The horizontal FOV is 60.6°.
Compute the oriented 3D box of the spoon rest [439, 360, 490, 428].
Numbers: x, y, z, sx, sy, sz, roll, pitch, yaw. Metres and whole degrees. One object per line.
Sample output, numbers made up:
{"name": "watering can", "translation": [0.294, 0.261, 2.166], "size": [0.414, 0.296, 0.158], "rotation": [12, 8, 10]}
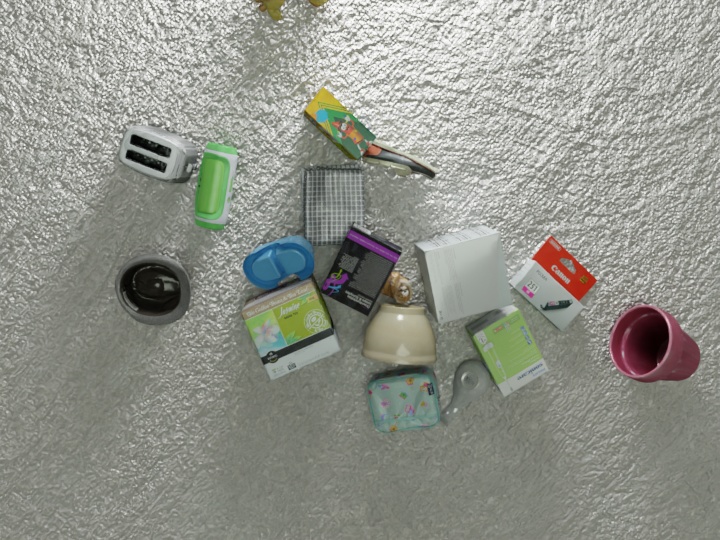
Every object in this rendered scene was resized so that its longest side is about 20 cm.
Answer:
{"name": "spoon rest", "translation": [0.280, 0.342, 1.704], "size": [0.099, 0.061, 0.202], "rotation": [36, 93, 21]}

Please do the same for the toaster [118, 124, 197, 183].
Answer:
{"name": "toaster", "translation": [-0.493, -0.282, 1.475], "size": [0.196, 0.129, 0.116], "rotation": [22, 98, -9]}

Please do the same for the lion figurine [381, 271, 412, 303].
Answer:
{"name": "lion figurine", "translation": [0.035, 0.038, 1.626], "size": [0.195, 0.073, 0.125], "rotation": [-9, 113, 11]}

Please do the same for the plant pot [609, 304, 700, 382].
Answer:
{"name": "plant pot", "translation": [0.812, 0.215, 1.675], "size": [0.176, 0.200, 0.203], "rotation": [20, 99, -25]}

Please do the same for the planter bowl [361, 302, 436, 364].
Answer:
{"name": "planter bowl", "translation": [0.103, 0.157, 1.591], "size": [0.195, 0.200, 0.138], "rotation": [4, 91, -6]}

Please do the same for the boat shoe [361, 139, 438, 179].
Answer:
{"name": "boat shoe", "translation": [0.100, -0.271, 1.564], "size": [0.196, 0.071, 0.064], "rotation": [22, 105, -7]}

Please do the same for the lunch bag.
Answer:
{"name": "lunch bag", "translation": [0.122, 0.353, 1.662], "size": [0.195, 0.077, 0.164], "rotation": [-9, 97, 12]}

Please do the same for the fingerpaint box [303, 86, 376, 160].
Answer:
{"name": "fingerpaint box", "translation": [-0.053, -0.347, 1.468], "size": [0.166, 0.200, 0.074], "rotation": [41, 94, -11]}

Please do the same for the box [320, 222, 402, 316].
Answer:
{"name": "box", "translation": [0.000, 0.000, 1.557], "size": [0.141, 0.036, 0.203], "rotation": [26, 111, -4]}

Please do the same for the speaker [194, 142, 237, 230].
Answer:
{"name": "speaker", "translation": [-0.358, -0.208, 1.525], "size": [0.086, 0.089, 0.205], "rotation": [11, 100, -7]}

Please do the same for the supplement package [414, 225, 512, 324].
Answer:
{"name": "supplement package", "translation": [0.262, 0.006, 1.592], "size": [0.195, 0.147, 0.196], "rotation": [-14, 102, -3]}

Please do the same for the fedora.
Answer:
{"name": "fedora", "translation": [-0.512, 0.042, 1.555], "size": [0.195, 0.090, 0.181], "rotation": [-2, 100, 2]}

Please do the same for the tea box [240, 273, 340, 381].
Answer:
{"name": "tea box", "translation": [-0.176, 0.140, 1.584], "size": [0.197, 0.134, 0.200], "rotation": [-23, 102, 0]}

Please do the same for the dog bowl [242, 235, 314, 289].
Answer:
{"name": "dog bowl", "translation": [-0.203, -0.024, 1.557], "size": [0.196, 0.050, 0.113], "rotation": [-17, 121, 21]}

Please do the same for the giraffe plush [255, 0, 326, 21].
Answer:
{"name": "giraffe plush", "translation": [-0.174, -0.670, 1.429], "size": [0.160, 0.200, 0.175], "rotation": [-19, 108, 28]}

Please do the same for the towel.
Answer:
{"name": "towel", "translation": [-0.069, -0.165, 1.560], "size": [0.161, 0.086, 0.205], "rotation": [-1, 101, -6]}

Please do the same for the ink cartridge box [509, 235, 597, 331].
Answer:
{"name": "ink cartridge box", "translation": [0.534, 0.037, 1.679], "size": [0.199, 0.044, 0.174], "rotation": [40, 96, -11]}

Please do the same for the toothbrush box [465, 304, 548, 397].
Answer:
{"name": "toothbrush box", "translation": [0.397, 0.213, 1.677], "size": [0.144, 0.086, 0.202], "rotation": [-30, 101, 1]}
